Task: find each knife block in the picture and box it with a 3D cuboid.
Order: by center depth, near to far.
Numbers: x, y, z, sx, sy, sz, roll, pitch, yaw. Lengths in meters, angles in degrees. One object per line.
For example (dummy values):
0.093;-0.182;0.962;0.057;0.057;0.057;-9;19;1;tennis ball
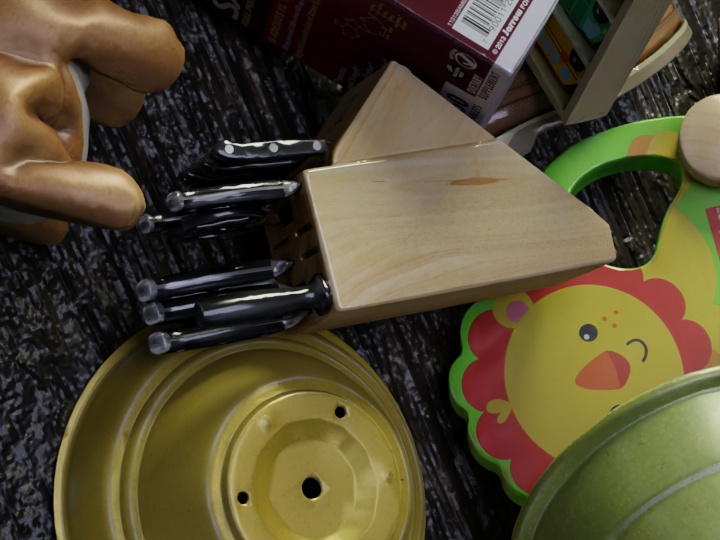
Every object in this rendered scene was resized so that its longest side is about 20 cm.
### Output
0.000;0.000;1.048;0.200;0.064;0.176;36;68;-12;knife block

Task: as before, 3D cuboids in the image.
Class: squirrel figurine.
-0.176;-0.124;0.986;0.199;0.141;0.187;16;82;-15;squirrel figurine

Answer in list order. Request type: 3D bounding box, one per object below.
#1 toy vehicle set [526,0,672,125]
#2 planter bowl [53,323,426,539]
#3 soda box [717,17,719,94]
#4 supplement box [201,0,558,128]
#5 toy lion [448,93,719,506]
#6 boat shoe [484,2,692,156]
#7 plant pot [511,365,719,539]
0.090;-0.189;1.109;0.026;0.124;0.200;-13;60;-27;toy vehicle set
-0.038;0.107;1.046;0.200;0.083;0.201;6;76;-26;planter bowl
0.233;-0.038;1.214;0.070;0.063;0.201;-1;78;11;soda box
-0.010;-0.146;1.069;0.200;0.109;0.061;32;68;2;supplement box
0.135;0.026;1.139;0.191;0.069;0.201;-12;75;-1;toy lion
0.093;-0.107;1.165;0.200;0.072;0.068;-33;96;-29;boat shoe
0.195;0.178;1.042;0.199;0.200;0.190;7;36;-26;plant pot
